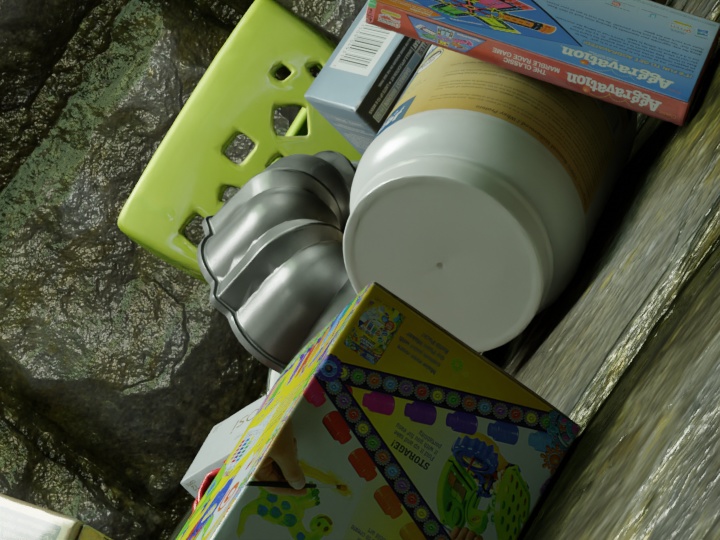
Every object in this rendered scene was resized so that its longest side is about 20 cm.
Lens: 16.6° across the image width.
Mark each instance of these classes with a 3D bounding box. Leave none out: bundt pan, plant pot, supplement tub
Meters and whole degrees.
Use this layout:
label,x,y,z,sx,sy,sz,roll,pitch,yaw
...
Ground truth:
label,x,y,z,sx,sy,sz,roll,pitch,yaw
bundt pan,0.000,0.000,1.559,0.076,0.201,0.202,-54,4,30
plant pot,-0.026,-0.051,1.778,0.200,0.181,0.200,-58,-18,0
supplement tub,0.078,-0.056,1.486,0.145,0.144,0.200,-53,4,38

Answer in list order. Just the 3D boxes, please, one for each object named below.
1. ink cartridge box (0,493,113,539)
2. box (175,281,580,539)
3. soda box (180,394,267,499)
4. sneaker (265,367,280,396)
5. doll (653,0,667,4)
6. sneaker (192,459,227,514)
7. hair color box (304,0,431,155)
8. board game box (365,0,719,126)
label,x,y,z,sx,sy,sz,roll,pitch,yaw
ink cartridge box,-0.160,0.185,1.327,0.164,0.200,0.076,13,70,41
box,-0.020,0.139,1.177,0.193,0.122,0.200,-57,4,-21
soda box,-0.036,0.116,1.754,0.200,0.064,0.068,-33,17,40
sneaker,-0.005,0.129,1.589,0.076,0.115,0.201,52,-147,-52
doll,0.185,-0.164,1.840,0.137,0.048,0.200,-55,3,32
sneaker,-0.028,0.128,1.468,0.079,0.115,0.200,-54,4,25
hair color box,0.062,-0.092,1.643,0.060,0.200,0.099,20,71,49
board game box,0.111,-0.148,1.477,0.103,0.199,0.020,-59,-15,-53
